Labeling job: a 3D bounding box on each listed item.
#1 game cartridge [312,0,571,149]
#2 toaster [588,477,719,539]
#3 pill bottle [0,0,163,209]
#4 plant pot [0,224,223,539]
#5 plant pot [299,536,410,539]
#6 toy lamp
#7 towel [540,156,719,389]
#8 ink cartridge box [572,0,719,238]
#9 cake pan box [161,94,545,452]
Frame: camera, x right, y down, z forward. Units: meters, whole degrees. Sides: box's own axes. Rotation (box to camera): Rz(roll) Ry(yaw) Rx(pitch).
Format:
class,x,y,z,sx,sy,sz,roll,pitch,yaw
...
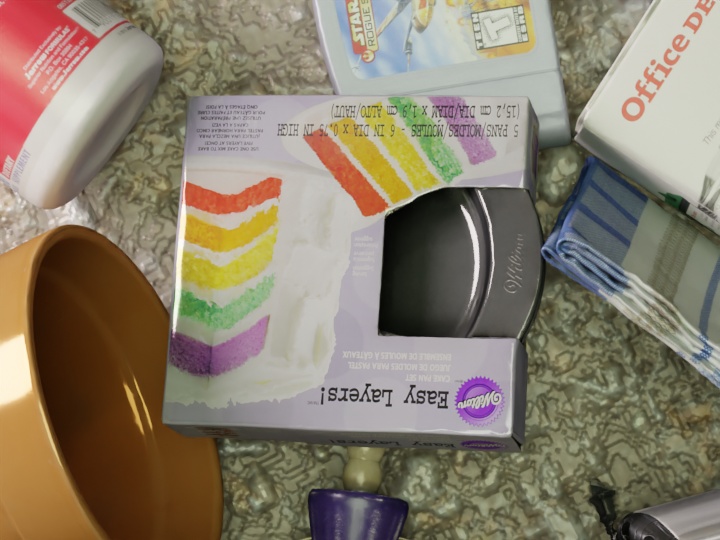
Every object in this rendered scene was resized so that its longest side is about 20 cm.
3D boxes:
class,x,y,z,sx,sy,sz,roll,pitch,yaw
game cartridge,0.039,-0.159,1.166,0.132,0.042,0.201,-9,88,-4
toaster,0.211,0.196,1.081,0.118,0.181,0.201,-17,89,-3
pill bottle,-0.216,-0.133,1.130,0.200,0.112,0.112,36,89,2
plant pot,-0.179,0.093,1.092,0.139,0.200,0.201,-20,88,16
plant pot,-0.003,0.245,1.156,0.199,0.027,0.201,0,88,0
toy lamp,0.005,0.072,1.134,0.058,0.058,0.201,5,79,1
towel,0.192,0.018,1.105,0.200,0.147,0.024,36,116,0
ink cartridge box,0.236,-0.082,1.134,0.200,0.084,0.146,34,88,2
cake pan box,0.000,0.000,1.099,0.199,0.052,0.185,3,80,12
